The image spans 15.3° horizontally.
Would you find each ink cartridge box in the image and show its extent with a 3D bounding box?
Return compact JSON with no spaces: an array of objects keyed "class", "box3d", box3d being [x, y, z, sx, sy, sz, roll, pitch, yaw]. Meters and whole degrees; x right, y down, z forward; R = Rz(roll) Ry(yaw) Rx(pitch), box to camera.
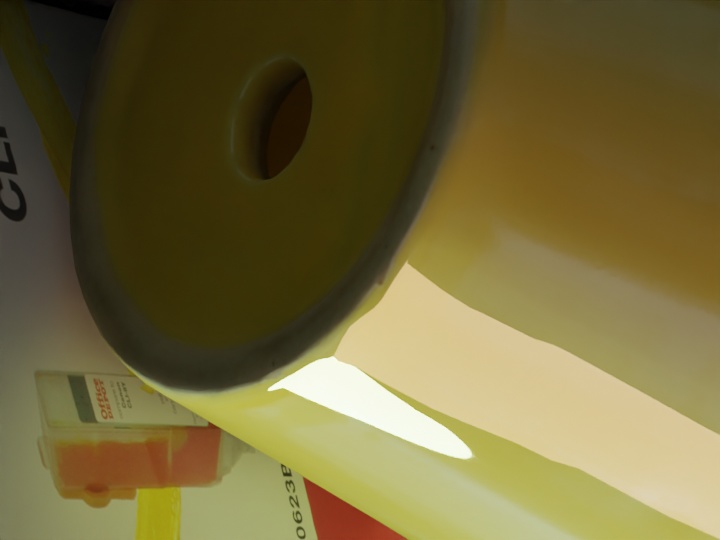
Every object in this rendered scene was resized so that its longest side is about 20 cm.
[{"class":"ink cartridge box","box3d":[-0.086,0.016,0.634,0.083,0.146,0.200,-23,165,27]}]

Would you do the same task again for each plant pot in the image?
[{"class":"plant pot","box3d":[0.044,-0.012,0.610,0.188,0.202,0.200,18,147,-39]}]
